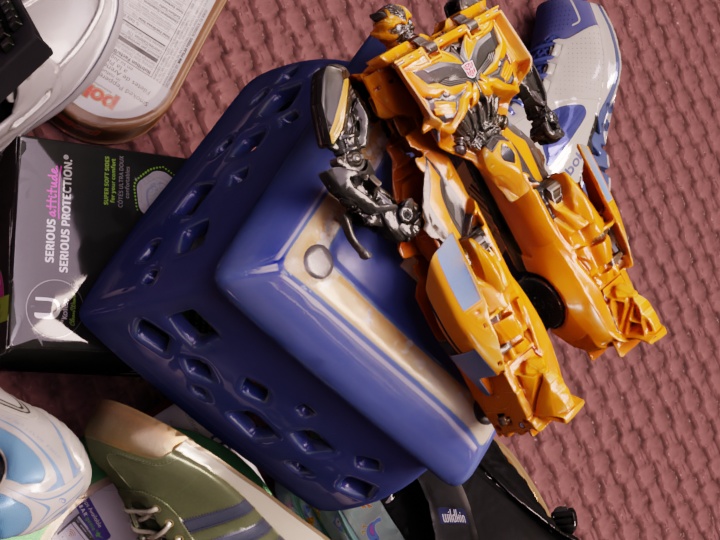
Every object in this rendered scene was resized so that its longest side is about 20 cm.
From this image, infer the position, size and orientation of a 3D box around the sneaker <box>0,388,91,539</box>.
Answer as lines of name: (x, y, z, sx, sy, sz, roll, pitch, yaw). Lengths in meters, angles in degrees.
sneaker: (-0.240, 0.085, 0.676, 0.072, 0.199, 0.072, -25, 131, -48)

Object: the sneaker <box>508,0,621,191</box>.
sneaker: (0.146, -0.134, 0.980, 0.114, 0.080, 0.202, 8, 78, -29)

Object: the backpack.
backpack: (0.035, 0.163, 0.804, 0.200, 0.127, 0.166, 51, 30, 18)

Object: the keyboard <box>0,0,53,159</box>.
keyboard: (-0.259, -0.073, 0.692, 0.200, 0.021, 0.127, -41, 58, 8)

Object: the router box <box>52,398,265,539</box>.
router box: (-0.131, 0.205, 0.784, 0.179, 0.049, 0.201, -33, 97, -29)

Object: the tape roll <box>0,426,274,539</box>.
tape roll: (-0.136, 0.197, 0.727, 0.199, 0.048, 0.203, 6, 77, -27)

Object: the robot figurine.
robot figurine: (0.062, -0.034, 0.554, 0.145, 0.058, 0.201, -34, 101, -34)

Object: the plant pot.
plant pot: (0.000, 0.000, 0.652, 0.200, 0.179, 0.201, 42, 62, -19)

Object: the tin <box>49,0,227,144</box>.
tin: (-0.163, -0.186, 0.849, 0.111, 0.042, 0.201, 29, 68, -16)

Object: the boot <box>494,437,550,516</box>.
boot: (0.080, 0.238, 0.884, 0.143, 0.071, 0.203, -20, 86, -24)

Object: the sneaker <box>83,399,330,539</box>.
sneaker: (-0.090, 0.163, 0.683, 0.200, 0.067, 0.090, 42, 63, -29)

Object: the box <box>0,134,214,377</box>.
box: (-0.141, 0.002, 0.759, 0.198, 0.148, 0.126, 7, 78, -29)

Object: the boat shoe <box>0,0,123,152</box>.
boat shoe: (-0.225, -0.121, 0.757, 0.073, 0.065, 0.201, 38, 81, -5)
